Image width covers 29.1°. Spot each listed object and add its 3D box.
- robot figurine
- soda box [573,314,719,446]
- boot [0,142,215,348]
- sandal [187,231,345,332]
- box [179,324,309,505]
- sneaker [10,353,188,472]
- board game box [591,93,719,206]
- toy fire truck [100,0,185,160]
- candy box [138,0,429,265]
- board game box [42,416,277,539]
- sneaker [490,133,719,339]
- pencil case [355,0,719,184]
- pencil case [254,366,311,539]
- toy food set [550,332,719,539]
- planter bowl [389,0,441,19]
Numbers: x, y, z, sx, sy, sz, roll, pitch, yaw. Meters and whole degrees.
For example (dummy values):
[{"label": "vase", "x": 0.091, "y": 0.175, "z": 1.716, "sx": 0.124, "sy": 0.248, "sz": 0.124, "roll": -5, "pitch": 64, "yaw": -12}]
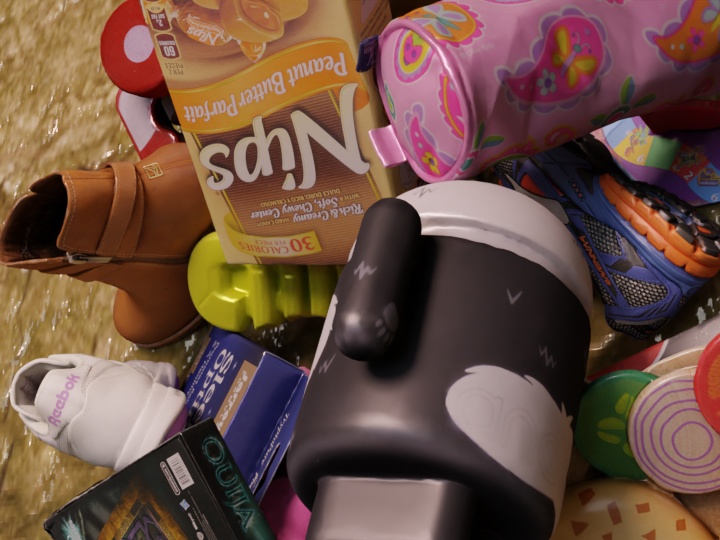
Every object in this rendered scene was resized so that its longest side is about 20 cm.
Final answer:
[{"label": "robot figurine", "x": 0.036, "y": 0.054, "z": 0.626, "sx": 0.151, "sy": 0.124, "sz": 0.201, "roll": 118, "pitch": 170, "yaw": -57}, {"label": "soda box", "x": 0.153, "y": 0.082, "z": 0.700, "sx": 0.199, "sy": 0.063, "sz": 0.071, "roll": -29, "pitch": 57, "yaw": 22}, {"label": "boot", "x": -0.153, "y": -0.006, "z": 0.867, "sx": 0.200, "sy": 0.154, "sz": 0.077, "roll": -41, "pitch": 68, "yaw": 44}, {"label": "sandal", "x": 0.000, "y": 0.000, "z": 0.835, "sx": 0.198, "sy": 0.087, "sz": 0.080, "roll": 10, "pitch": 110, "yaw": 20}, {"label": "box", "x": -0.085, "y": 0.098, "z": 0.812, "sx": 0.122, "sy": 0.032, "sz": 0.200, "roll": -63, "pitch": 17, "yaw": -4}, {"label": "sneaker", "x": -0.161, "y": 0.076, "z": 0.847, "sx": 0.075, "sy": 0.099, "sz": 0.200, "roll": -66, "pitch": 12, "yaw": -9}, {"label": "board game box", "x": 0.183, "y": -0.134, "z": 0.785, "sx": 0.158, "sy": 0.039, "sz": 0.200, "roll": -45, "pitch": 51, "yaw": 11}, {"label": "toy fire truck", "x": -0.068, "y": -0.121, "z": 0.924, "sx": 0.199, "sy": 0.112, "sz": 0.169, "roll": -34, "pitch": 73, "yaw": 19}, {"label": "candy box", "x": -0.038, "y": -0.097, "z": 0.728, "sx": 0.114, "sy": 0.201, "sz": 0.055, "roll": 1, "pitch": 36, "yaw": 23}, {"label": "board game box", "x": -0.076, "y": 0.190, "z": 0.708, "sx": 0.135, "sy": 0.028, "sz": 0.201, "roll": -32, "pitch": 84, "yaw": 39}, {"label": "sneaker", "x": 0.111, "y": -0.034, "z": 0.775, "sx": 0.200, "sy": 0.075, "sz": 0.079, "roll": 45, "pitch": 114, "yaw": 43}, {"label": "pencil case", "x": 0.100, "y": -0.105, "z": 0.696, "sx": 0.199, "sy": 0.088, "sz": 0.087, "roll": -21, "pitch": 46, "yaw": -27}, {"label": "pencil case", "x": -0.045, "y": 0.159, "z": 0.792, "sx": 0.093, "sy": 0.091, "sz": 0.201, "roll": 30, "pitch": 88, "yaw": 9}, {"label": "toy food set", "x": 0.177, "y": 0.124, "z": 0.623, "sx": 0.199, "sy": 0.049, "sz": 0.199, "roll": 28, "pitch": 106, "yaw": 17}, {"label": "planter bowl", "x": 0.027, "y": -0.181, "z": 0.811, "sx": 0.201, "sy": 0.200, "sz": 0.083, "roll": -50, "pitch": 52, "yaw": 7}]
